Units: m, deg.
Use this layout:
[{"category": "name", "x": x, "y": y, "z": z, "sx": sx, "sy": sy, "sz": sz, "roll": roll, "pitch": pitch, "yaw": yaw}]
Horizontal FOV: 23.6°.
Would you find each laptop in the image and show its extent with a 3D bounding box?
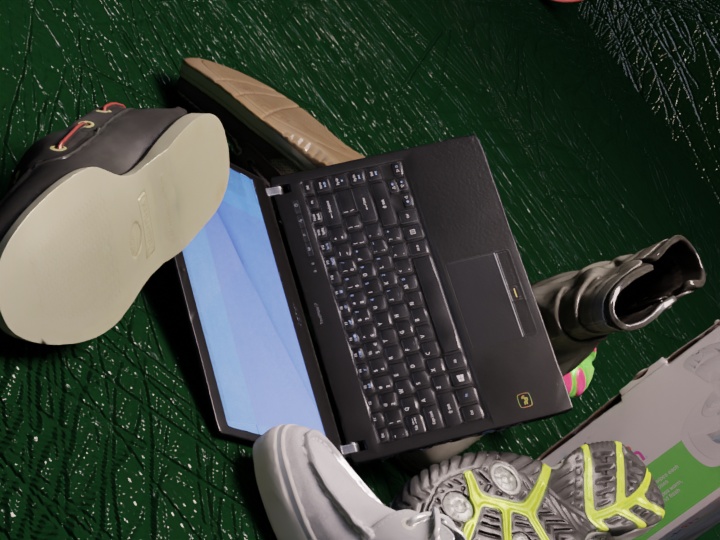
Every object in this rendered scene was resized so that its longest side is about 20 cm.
[{"category": "laptop", "x": 0.000, "y": 0.000, "z": 0.901, "sx": 0.103, "sy": 0.198, "sz": 0.178, "roll": 100, "pitch": -25, "yaw": -64}]

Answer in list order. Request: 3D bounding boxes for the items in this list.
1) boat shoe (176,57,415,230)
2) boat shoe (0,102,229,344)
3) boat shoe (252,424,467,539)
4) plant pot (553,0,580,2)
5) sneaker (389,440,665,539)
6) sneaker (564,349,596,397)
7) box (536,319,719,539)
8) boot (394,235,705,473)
[{"category": "boat shoe", "x": -0.041, "y": -0.056, "z": 1.032, "sx": 0.200, "sy": 0.065, "sz": 0.072, "roll": 37, "pitch": 18, "yaw": 17}, {"category": "boat shoe", "x": -0.125, "y": -0.023, "z": 0.767, "sx": 0.201, "sy": 0.063, "sz": 0.074, "roll": -50, "pitch": 142, "yaw": -61}, {"category": "boat shoe", "x": 0.025, "y": 0.146, "z": 0.785, "sx": 0.201, "sy": 0.068, "sz": 0.072, "roll": 57, "pitch": 18, "yaw": 18}, {"category": "plant pot", "x": 0.305, "y": -0.538, "z": 2.679, "sx": 0.200, "sy": 0.200, "sz": 0.178, "roll": 41, "pitch": 11, "yaw": -29}, {"category": "sneaker", "x": 0.087, "y": 0.146, "z": 0.951, "sx": 0.199, "sy": 0.076, "sz": 0.076, "roll": 4, "pitch": 50, "yaw": -43}, {"category": "sneaker", "x": 0.058, "y": 0.040, "z": 1.098, "sx": 0.199, "sy": 0.084, "sz": 0.077, "roll": 26, "pitch": 67, "yaw": -28}, {"category": "box", "x": 0.241, "y": 0.110, "z": 1.182, "sx": 0.097, "sy": 0.200, "sz": 0.176, "roll": 56, "pitch": 17, "yaw": 17}, {"category": "boot", "x": 0.105, "y": 0.038, "z": 0.991, "sx": 0.200, "sy": 0.130, "sz": 0.068, "roll": -34, "pitch": 95, "yaw": -41}]
